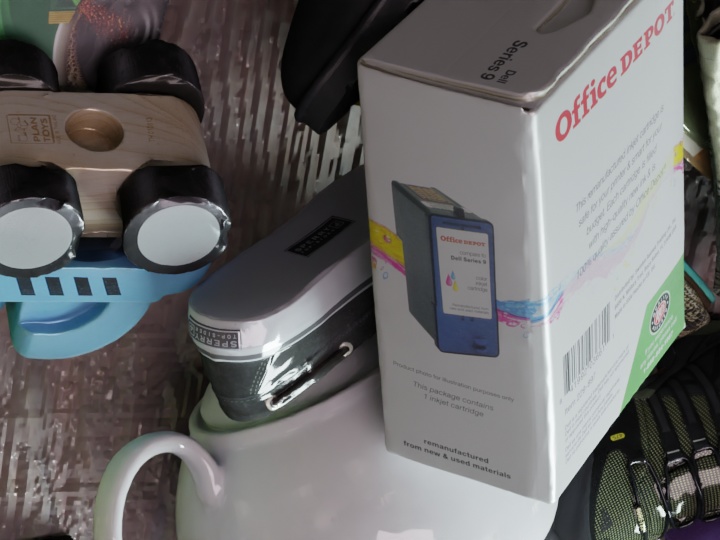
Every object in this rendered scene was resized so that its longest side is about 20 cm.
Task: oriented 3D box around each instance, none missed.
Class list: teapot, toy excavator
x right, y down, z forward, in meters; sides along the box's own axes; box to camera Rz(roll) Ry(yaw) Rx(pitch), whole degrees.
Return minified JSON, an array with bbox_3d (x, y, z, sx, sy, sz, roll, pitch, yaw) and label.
[{"bbox_3d":[-0.014,0.083,1.195,0.197,0.200,0.147,-23,107,10],"label":"teapot"},{"bbox_3d":[-0.164,0.004,1.123,0.193,0.100,0.201,0,136,-18],"label":"toy excavator"}]

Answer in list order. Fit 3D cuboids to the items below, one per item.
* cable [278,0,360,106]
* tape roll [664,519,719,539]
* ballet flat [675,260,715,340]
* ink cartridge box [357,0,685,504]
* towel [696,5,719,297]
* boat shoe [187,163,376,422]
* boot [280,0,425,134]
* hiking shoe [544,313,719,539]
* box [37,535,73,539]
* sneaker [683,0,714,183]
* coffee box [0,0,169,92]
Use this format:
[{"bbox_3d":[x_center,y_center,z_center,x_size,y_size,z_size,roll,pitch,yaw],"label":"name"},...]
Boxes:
[{"bbox_3d":[0.051,-0.094,1.221,0.200,0.050,0.097,31,92,-43],"label":"cable"},{"bbox_3d":[0.256,0.126,1.304,0.199,0.200,0.066,-24,121,-9],"label":"tape roll"},{"bbox_3d":[0.115,-0.017,1.236,0.075,0.068,0.200,-37,139,-3],"label":"ballet flat"},{"bbox_3d":[0.074,-0.028,1.085,0.145,0.087,0.201,-47,143,-44],"label":"ink cartridge box"},{"bbox_3d":[0.236,-0.097,1.243,0.192,0.035,0.201,-34,141,-19],"label":"towel"},{"bbox_3d":[0.000,0.000,1.150,0.200,0.068,0.057,-32,127,-36],"label":"boat shoe"},{"bbox_3d":[-0.020,-0.180,1.073,0.162,0.073,0.199,35,93,2],"label":"boot"},{"bbox_3d":[0.167,0.090,1.269,0.200,0.100,0.076,-42,129,-37],"label":"hiking shoe"},{"bbox_3d":[-0.226,0.220,1.233,0.199,0.079,0.142,-7,120,-18],"label":"box"},{"bbox_3d":[0.140,-0.130,1.210,0.090,0.067,0.200,-44,120,8],"label":"sneaker"},{"bbox_3d":[-0.174,-0.148,1.090,0.199,0.044,0.124,10,111,-26],"label":"coffee box"}]
